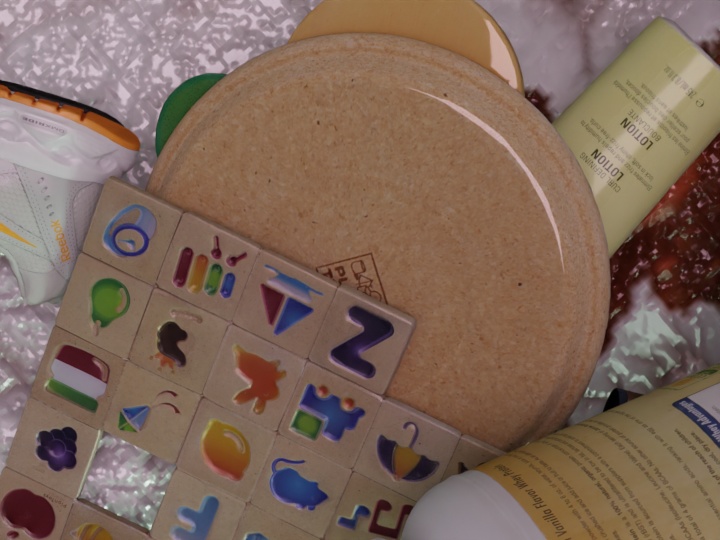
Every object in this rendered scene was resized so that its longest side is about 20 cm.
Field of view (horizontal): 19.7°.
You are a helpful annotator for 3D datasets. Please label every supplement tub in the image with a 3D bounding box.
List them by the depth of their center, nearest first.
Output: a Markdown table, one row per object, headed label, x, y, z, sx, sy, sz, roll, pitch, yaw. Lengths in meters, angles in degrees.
| label | x | y | z | sx | sy | sz | roll | pitch | yaw |
| --- | --- | --- | --- | --- | --- | --- | --- | --- | --- |
| supplement tub | 0.101 | 0.123 | 0.745 | 0.199 | 0.144 | 0.145 | -21 | 94 | -15 |

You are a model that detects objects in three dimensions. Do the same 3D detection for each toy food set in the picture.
| label | x | y | z | sx | sy | sz | roll | pitch | yaw |
| --- | --- | --- | --- | --- | --- | --- | --- | --- | --- |
| toy food set | 0.000 | 0.000 | 0.822 | 0.197 | 0.049 | 0.201 | -31 | 96 | 18 |

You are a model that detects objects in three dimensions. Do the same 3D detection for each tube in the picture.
| label | x | y | z | sx | sy | sz | roll | pitch | yaw |
| --- | --- | --- | --- | --- | --- | --- | --- | --- | --- |
| tube | 0.073 | -0.014 | 0.853 | 0.200 | 0.058 | 0.052 | -46 | 139 | 7 |

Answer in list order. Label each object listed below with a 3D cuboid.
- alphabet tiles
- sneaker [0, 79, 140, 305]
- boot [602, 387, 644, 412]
| label | x | y | z | sx | sy | sz | roll | pitch | yaw |
| --- | --- | --- | --- | --- | --- | --- | --- | --- | --- |
| alphabet tiles | -0.038 | 0.077 | 0.822 | 0.199 | 0.008 | 0.168 | 25 | 111 | 6 |
| sneaker | -0.193 | -0.041 | 0.819 | 0.198 | 0.076 | 0.093 | 16 | 96 | -4 |
| boot | 0.131 | 0.156 | 0.852 | 0.096 | 0.075 | 0.202 | 11 | 90 | -2 |
